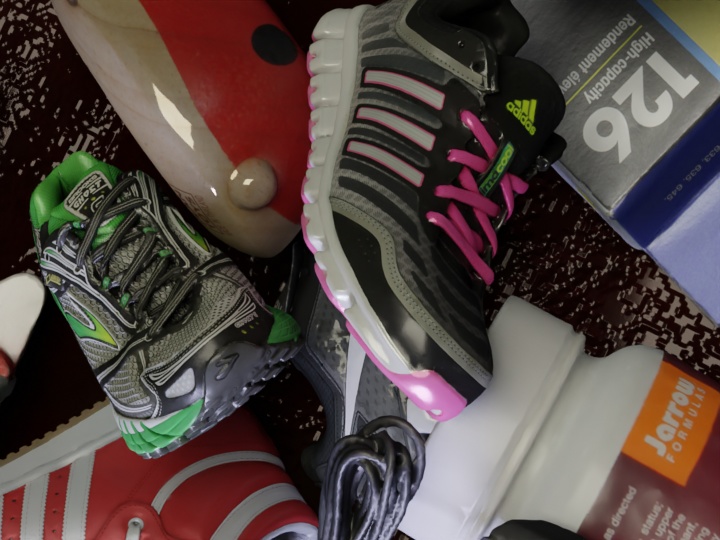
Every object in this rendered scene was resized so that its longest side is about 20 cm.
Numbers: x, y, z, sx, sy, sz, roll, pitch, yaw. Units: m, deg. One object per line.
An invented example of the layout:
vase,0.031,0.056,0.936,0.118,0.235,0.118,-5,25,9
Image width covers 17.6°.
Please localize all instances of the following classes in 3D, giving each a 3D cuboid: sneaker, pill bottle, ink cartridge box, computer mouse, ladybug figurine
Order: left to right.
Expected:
sneaker,-0.109,0.127,0.923,0.199,0.071,0.113,-34,58,-15
sneaker,-0.088,0.009,0.904,0.078,0.200,0.085,-38,116,-11
ladybug figurine,-0.063,-0.082,0.933,0.072,0.136,0.200,-36,40,1
sneaker,0.000,0.000,0.945,0.090,0.066,0.202,-6,85,15
sneaker,0.032,-0.038,0.831,0.087,0.074,0.201,-26,40,20
computer mouse,0.059,0.150,0.802,0.199,0.046,0.141,26,119,6
pill bottle,0.118,0.099,0.850,0.199,0.114,0.115,29,90,4
ink cartridge box,0.141,-0.118,0.937,0.198,0.047,0.200,-45,70,5

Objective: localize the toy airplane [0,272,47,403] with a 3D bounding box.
toy airplane,-0.234,0.014,0.977,0.198,0.141,0.201,-22,75,12
